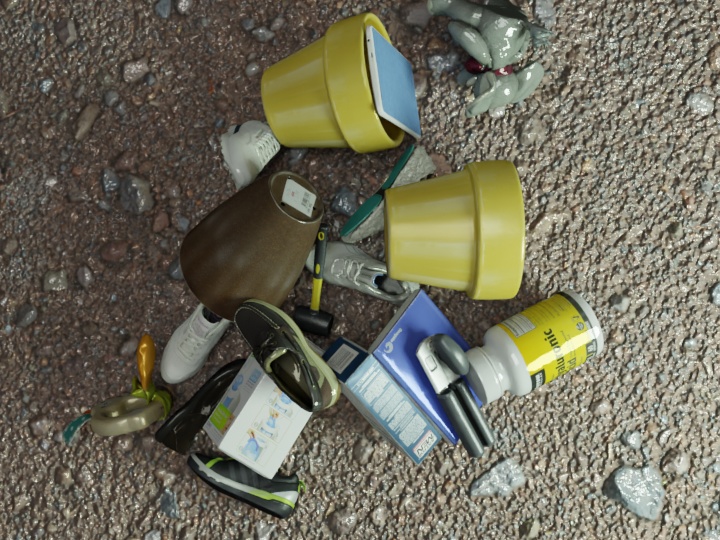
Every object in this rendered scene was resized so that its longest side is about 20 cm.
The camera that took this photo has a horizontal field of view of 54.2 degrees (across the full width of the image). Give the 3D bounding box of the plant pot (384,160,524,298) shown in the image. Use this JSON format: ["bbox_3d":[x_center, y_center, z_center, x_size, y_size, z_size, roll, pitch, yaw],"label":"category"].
[{"bbox_3d":[0.130,-0.058,1.043,0.185,0.201,0.204,-2,87,-1],"label":"plant pot"}]

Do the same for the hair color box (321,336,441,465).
[{"bbox_3d":[0.029,0.196,1.058,0.061,0.100,0.201,-45,119,-13],"label":"hair color box"}]

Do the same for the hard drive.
[{"bbox_3d":[0.114,0.147,1.077,0.200,0.025,0.132,48,64,-16],"label":"hard drive"}]

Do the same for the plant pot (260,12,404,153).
[{"bbox_3d":[-0.046,-0.277,1.101,0.186,0.200,0.204,-8,86,20],"label":"plant pot"}]

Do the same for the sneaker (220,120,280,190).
[{"bbox_3d":[-0.169,-0.192,1.107,0.079,0.201,0.077,-11,122,2],"label":"sneaker"}]

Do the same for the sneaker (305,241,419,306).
[{"bbox_3d":[0.000,0.000,1.127,0.197,0.087,0.076,17,91,8],"label":"sneaker"}]

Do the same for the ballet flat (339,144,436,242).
[{"bbox_3d":[0.051,-0.112,1.140,0.072,0.072,0.201,40,92,6],"label":"ballet flat"}]

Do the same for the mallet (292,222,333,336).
[{"bbox_3d":[-0.077,0.015,1.113,0.065,0.041,0.203,8,121,13],"label":"mallet"}]

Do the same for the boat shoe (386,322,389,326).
[{"bbox_3d":[0.101,0.164,1.124,0.062,0.071,0.203,-15,94,48],"label":"boat shoe"}]

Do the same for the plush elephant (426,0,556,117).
[{"bbox_3d":[0.205,-0.329,1.102,0.200,0.163,0.157,43,133,37],"label":"plush elephant"}]

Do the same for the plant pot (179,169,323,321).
[{"bbox_3d":[-0.144,-0.052,1.054,0.188,0.186,0.200,52,128,6],"label":"plant pot"}]

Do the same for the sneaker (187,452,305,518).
[{"bbox_3d":[-0.184,0.332,1.151,0.198,0.072,0.084,23,63,7],"label":"sneaker"}]

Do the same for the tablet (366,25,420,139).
[{"bbox_3d":[0.053,-0.283,1.081,0.013,0.200,0.132,-9,86,20],"label":"tablet"}]

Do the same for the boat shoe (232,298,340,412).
[{"bbox_3d":[-0.111,0.116,0.986,0.199,0.065,0.074,40,111,17],"label":"boat shoe"}]

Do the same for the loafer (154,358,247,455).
[{"bbox_3d":[-0.246,0.225,1.156,0.200,0.073,0.071,-43,94,7],"label":"loafer"}]

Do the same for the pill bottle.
[{"bbox_3d":[0.255,0.120,1.063,0.198,0.111,0.113,-26,85,-8],"label":"pill bottle"}]

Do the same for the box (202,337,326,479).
[{"bbox_3d":[-0.137,0.195,1.085,0.101,0.112,0.201,37,78,-22],"label":"box"}]

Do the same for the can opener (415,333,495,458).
[{"bbox_3d":[0.148,0.184,1.037,0.053,0.067,0.202,-33,100,-28],"label":"can opener"}]

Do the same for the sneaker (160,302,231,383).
[{"bbox_3d":[-0.266,0.099,1.143,0.075,0.100,0.201,38,93,4],"label":"sneaker"}]

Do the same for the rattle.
[{"bbox_3d":[-0.413,0.195,1.138,0.197,0.131,0.144,-5,120,28],"label":"rattle"}]
